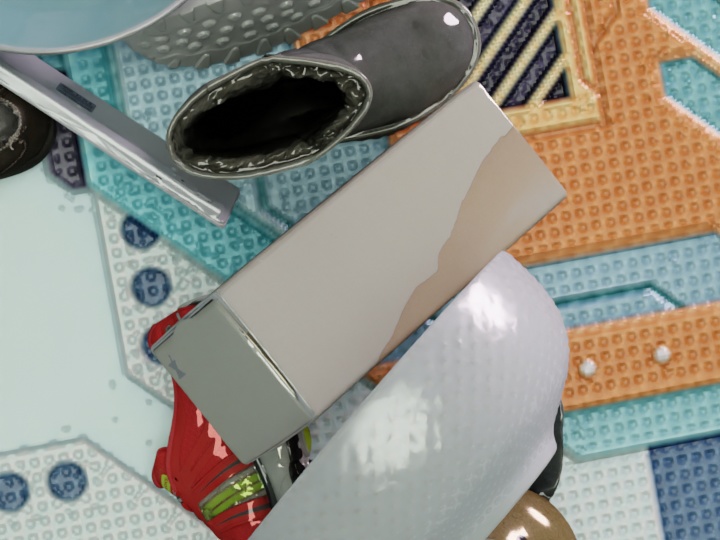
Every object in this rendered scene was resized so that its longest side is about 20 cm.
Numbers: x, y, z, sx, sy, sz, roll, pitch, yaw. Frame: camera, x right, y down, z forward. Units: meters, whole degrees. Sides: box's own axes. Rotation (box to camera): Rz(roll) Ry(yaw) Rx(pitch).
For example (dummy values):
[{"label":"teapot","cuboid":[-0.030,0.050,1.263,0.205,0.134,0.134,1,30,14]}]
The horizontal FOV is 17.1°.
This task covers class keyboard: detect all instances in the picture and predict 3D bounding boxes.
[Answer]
[{"label":"keyboard","cuboid":[-0.150,-0.086,1.242,0.200,0.056,0.011,33,105,-6]}]

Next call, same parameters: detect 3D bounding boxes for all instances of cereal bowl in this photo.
[{"label":"cereal bowl","cuboid":[0.031,0.091,1.127,0.083,0.200,0.200,42,86,2]}]

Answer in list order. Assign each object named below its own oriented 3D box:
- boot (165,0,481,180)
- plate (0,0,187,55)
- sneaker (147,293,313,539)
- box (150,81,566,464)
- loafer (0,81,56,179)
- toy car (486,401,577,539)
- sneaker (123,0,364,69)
[{"label":"boot","cuboid":[-0.013,-0.093,1.184,0.181,0.200,0.073,-26,89,-4]},{"label":"plate","cuboid":[-0.153,-0.194,1.236,0.199,0.026,0.201,-2,64,5]},{"label":"sneaker","cuboid":[-0.065,0.113,1.252,0.085,0.077,0.201,-13,85,15]},{"label":"box","cuboid":[0.000,0.000,1.197,0.200,0.095,0.078,-40,92,-31]},{"label":"loafer","cuboid":[-0.256,-0.061,1.230,0.199,0.071,0.073,-21,90,-5]},{"label":"toy car","cuboid":[0.067,0.161,1.221,0.164,0.158,0.201,-10,76,8]},{"label":"sneaker","cuboid":[-0.039,-0.173,1.257,0.199,0.076,0.081,-23,75,-6]}]
